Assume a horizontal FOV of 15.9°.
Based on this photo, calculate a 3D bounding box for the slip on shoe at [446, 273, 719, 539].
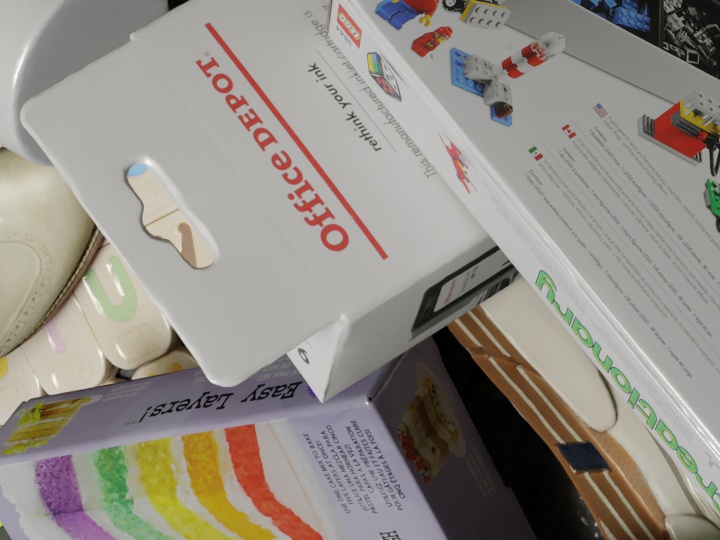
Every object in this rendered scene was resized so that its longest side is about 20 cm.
[{"bbox_3d":[0.103,0.059,0.872,0.200,0.061,0.076,51,164,-7],"label":"slip on shoe"}]

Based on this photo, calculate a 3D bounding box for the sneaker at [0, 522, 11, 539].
[{"bbox_3d":[-0.142,0.116,1.062,0.200,0.074,0.085,39,119,6],"label":"sneaker"}]

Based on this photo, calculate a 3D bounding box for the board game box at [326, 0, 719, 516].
[{"bbox_3d":[0.099,-0.036,0.755,0.200,0.126,0.035,52,163,17],"label":"board game box"}]

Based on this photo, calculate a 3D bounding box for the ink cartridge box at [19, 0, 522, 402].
[{"bbox_3d":[0.005,-0.043,0.807,0.116,0.200,0.068,53,160,17],"label":"ink cartridge box"}]

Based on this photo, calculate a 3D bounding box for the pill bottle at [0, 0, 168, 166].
[{"bbox_3d":[-0.171,-0.119,0.959,0.200,0.111,0.111,32,122,26],"label":"pill bottle"}]

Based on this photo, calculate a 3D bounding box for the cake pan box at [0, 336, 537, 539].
[{"bbox_3d":[-0.020,0.123,0.939,0.184,0.052,0.200,-9,120,34],"label":"cake pan box"}]

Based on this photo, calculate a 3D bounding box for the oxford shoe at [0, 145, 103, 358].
[{"bbox_3d":[-0.172,0.022,0.995,0.071,0.074,0.200,44,106,-6],"label":"oxford shoe"}]

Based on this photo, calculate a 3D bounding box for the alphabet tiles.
[{"bbox_3d":[-0.102,-0.009,1.018,0.200,0.015,0.196,-24,92,38],"label":"alphabet tiles"}]
